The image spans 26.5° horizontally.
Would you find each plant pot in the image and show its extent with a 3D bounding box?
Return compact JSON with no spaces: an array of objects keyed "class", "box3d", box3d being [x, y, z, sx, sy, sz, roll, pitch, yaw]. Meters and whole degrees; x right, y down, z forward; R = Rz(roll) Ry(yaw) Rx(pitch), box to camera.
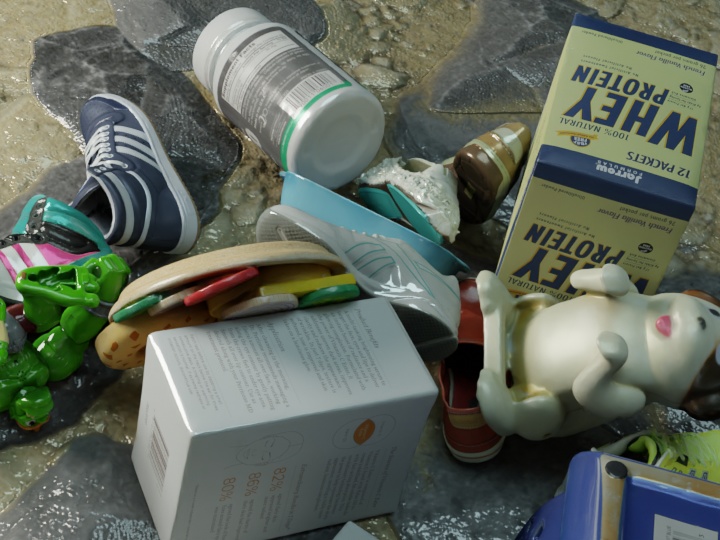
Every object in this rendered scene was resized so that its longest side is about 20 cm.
[{"class":"plant pot","box3d":[0.208,0.255,1.094,0.199,0.180,0.200,16,42,-1]}]

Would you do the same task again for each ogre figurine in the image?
[{"class":"ogre figurine","box3d":[-0.274,0.062,1.209,0.098,0.120,0.200,30,46,9]}]

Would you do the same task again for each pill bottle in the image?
[{"class":"pill bottle","box3d":[-0.075,-0.174,1.511,0.113,0.113,0.200,-18,44,-31]}]

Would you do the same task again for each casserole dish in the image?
[{"class":"casserole dish","box3d":[0.006,-0.031,1.407,0.200,0.121,0.039,26,86,12]}]

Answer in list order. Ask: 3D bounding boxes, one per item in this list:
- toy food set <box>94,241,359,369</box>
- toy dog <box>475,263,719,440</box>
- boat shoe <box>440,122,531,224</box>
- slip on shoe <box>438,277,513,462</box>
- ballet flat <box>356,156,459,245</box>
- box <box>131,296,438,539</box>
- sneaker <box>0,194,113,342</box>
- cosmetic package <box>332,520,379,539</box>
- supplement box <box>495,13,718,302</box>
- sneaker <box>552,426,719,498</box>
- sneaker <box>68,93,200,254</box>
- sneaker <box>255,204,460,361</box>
[{"class":"toy food set","box3d":[-0.105,0.026,1.206,0.199,0.198,0.049,-7,76,-26]},{"class":"toy dog","box3d":[0.212,0.079,1.255,0.199,0.194,0.140,-11,46,22]},{"class":"boat shoe","box3d":[0.125,-0.095,1.443,0.076,0.200,0.072,-40,92,-9]},{"class":"slip on shoe","box3d":[0.100,0.075,1.339,0.074,0.061,0.200,-5,42,10]},{"class":"ballet flat","box3d":[0.053,-0.076,1.421,0.072,0.072,0.200,-3,13,-20]},{"class":"box","box3d":[-0.063,0.120,1.185,0.199,0.153,0.106,-8,47,-25]},{"class":"sneaker","box3d":[-0.297,-0.010,1.300,0.199,0.084,0.121,8,48,-20]},{"class":"cosmetic package","box3d":[-0.022,0.286,1.079,0.113,0.081,0.200,32,44,17]},{"class":"supplement box","box3d":[0.211,-0.075,1.343,0.134,0.200,0.200,16,49,3]},{"class":"sneaker","box3d":[0.258,0.170,1.286,0.199,0.077,0.075,-14,48,-30]},{"class":"sneaker","box3d":[-0.235,-0.094,1.401,0.108,0.070,0.200,0,45,-45]},{"class":"sneaker","box3d":[0.000,0.000,1.308,0.200,0.070,0.080,32,42,-12]}]
